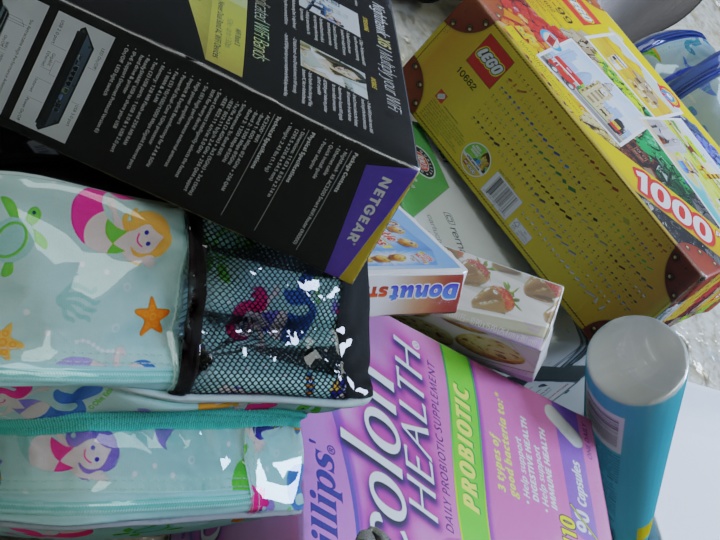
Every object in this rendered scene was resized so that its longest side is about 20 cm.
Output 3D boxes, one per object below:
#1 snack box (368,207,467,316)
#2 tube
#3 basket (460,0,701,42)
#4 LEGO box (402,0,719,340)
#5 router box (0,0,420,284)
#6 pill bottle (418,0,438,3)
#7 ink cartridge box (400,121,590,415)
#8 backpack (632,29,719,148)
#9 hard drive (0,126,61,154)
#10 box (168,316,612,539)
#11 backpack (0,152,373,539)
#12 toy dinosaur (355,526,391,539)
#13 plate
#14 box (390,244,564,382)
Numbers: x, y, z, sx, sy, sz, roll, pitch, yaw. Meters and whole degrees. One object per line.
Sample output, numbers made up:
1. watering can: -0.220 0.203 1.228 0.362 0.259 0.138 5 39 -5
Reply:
1. snack box: -0.031 -0.038 0.773 0.071 0.024 0.200 0 29 -32
2. tube: 0.141 0.096 0.880 0.050 0.200 0.078 -9 58 -2
3. basket: 0.170 -0.220 1.217 0.136 0.181 0.200 39 43 12
4. LEGO box: 0.132 -0.061 0.921 0.200 0.077 0.149 53 31 13
5. router box: -0.063 -0.092 0.617 0.156 0.052 0.200 24 25 -14
6. pill bottle: 0.010 -0.288 1.121 0.200 0.112 0.112 41 35 -15
7. ink cartridge box: 0.066 0.002 0.933 0.199 0.083 0.147 7 52 -46
8. backpack: 0.209 -0.073 1.069 0.183 0.200 0.148 -14 69 -53
9. hard drive: -0.135 -0.123 0.766 0.140 0.038 0.201 62 23 -63
10. box: 0.018 0.126 0.746 0.199 0.097 0.177 27 40 -30
11. backpack: -0.114 0.024 0.614 0.199 0.177 0.152 13 78 -42
12. toy dinosaur: -0.036 0.174 0.567 0.102 0.077 0.201 36 75 -22
13. plate: 0.228 0.160 1.018 0.199 0.032 0.201 16 46 -40
14. box: 0.000 0.000 0.803 0.199 0.042 0.039 20 62 8
